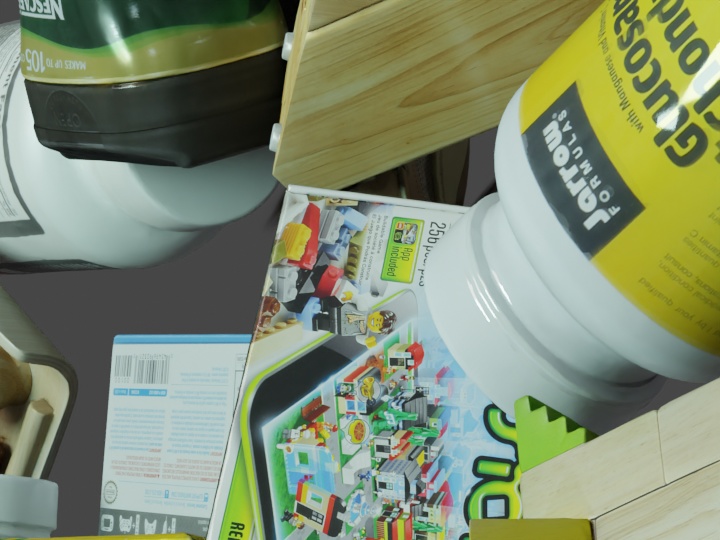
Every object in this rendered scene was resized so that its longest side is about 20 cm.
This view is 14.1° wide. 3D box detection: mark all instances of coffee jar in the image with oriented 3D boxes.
[{"bbox_3d":[-0.085,-0.137,1.047,0.104,0.085,0.201,6,109,53],"label":"coffee jar"}]

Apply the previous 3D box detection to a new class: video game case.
[{"bbox_3d":[-0.057,0.124,1.039,0.143,0.018,0.201,-2,82,57],"label":"video game case"}]

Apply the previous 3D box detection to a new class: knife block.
[{"bbox_3d":[0.070,-0.096,0.964,0.200,0.174,0.064,106,173,-49],"label":"knife block"}]

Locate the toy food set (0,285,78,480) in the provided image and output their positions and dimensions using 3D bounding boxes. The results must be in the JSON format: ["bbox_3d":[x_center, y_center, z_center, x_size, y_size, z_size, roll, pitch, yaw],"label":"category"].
[{"bbox_3d":[-0.201,0.069,1.228,0.143,0.060,0.201,44,125,33],"label":"toy food set"}]

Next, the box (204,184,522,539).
[{"bbox_3d":[0.010,0.075,0.936,0.109,0.035,0.201,7,69,14],"label":"box"}]

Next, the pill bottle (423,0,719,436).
[{"bbox_3d":[0.110,-0.039,0.844,0.200,0.112,0.112,-45,35,32],"label":"pill bottle"}]

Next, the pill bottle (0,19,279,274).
[{"bbox_3d":[-0.113,-0.055,1.213,0.200,0.110,0.111,-2,67,57],"label":"pill bottle"}]

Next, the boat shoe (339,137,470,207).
[{"bbox_3d":[0.000,0.000,1.039,0.071,0.064,0.201,-40,38,37],"label":"boat shoe"}]

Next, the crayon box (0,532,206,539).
[{"bbox_3d":[-0.127,0.193,0.979,0.172,0.058,0.201,-3,79,17],"label":"crayon box"}]

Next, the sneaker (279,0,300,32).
[{"bbox_3d":[0.000,-0.161,1.062,0.112,0.073,0.200,58,146,15],"label":"sneaker"}]

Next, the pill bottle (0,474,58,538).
[{"bbox_3d":[-0.156,0.176,1.078,0.104,0.104,0.201,-8,76,56],"label":"pill bottle"}]

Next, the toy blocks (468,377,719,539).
[{"bbox_3d":[0.115,0.102,0.769,0.136,0.100,0.201,-28,48,32],"label":"toy blocks"}]
